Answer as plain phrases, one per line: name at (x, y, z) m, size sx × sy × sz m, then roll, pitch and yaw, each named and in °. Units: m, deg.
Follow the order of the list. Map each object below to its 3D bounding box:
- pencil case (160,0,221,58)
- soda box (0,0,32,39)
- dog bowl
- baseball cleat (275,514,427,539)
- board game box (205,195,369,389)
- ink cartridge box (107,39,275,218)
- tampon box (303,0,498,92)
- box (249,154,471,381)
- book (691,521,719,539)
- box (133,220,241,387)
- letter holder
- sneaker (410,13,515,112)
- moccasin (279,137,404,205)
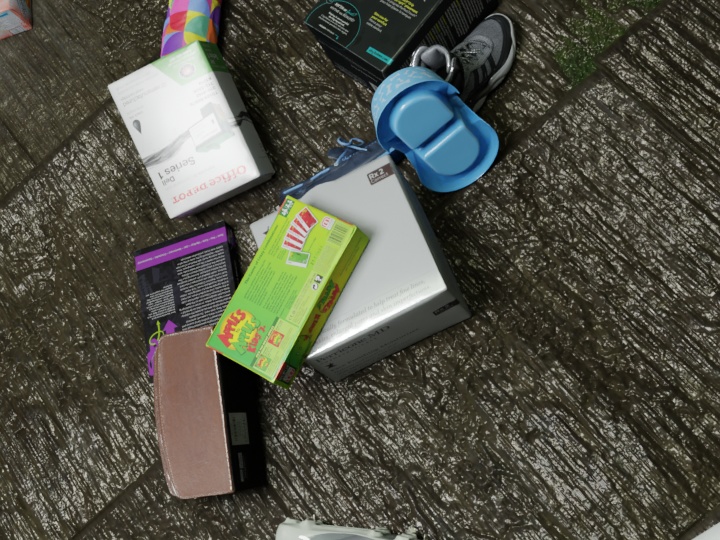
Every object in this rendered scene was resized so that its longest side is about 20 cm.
pencil case at (-0.254, -0.333, 1.499) m, size 0.088 × 0.088 × 0.200 m, roll 1°, pitch 72°, yaw 20°
soda box at (-0.634, -0.404, 1.666) m, size 0.200 × 0.064 × 0.068 m, roll -15°, pitch 68°, yaw 13°
dog bowl at (0.088, -0.176, 1.267) m, size 0.111 × 0.200 × 0.050 m, roll -39°, pitch 48°, yaw 14°
baseball cleat at (-0.009, 0.345, 1.200) m, size 0.200 × 0.070 × 0.107 m, roll 1°, pitch 79°, yaw 30°
board game box at (-0.084, 0.025, 1.193) m, size 0.102 × 0.048 × 0.200 m, roll 25°, pitch 83°, yaw 26°
ink cartridge box at (-0.226, -0.188, 1.393) m, size 0.146 × 0.084 × 0.200 m, roll -25°, pitch 93°, yaw 11°
tampon box at (0.057, -0.343, 1.366) m, size 0.150 × 0.126 × 0.200 m, roll 38°, pitch 87°, yaw 26°
box at (0.000, 0.000, 1.269) m, size 0.199 × 0.131 × 0.200 m, roll -27°, pitch 66°, yaw 10°
book at (0.416, 0.319, 1.068) m, size 0.200 × 0.048 × 0.134 m, roll -36°, pitch 61°, yaw 7°
box at (-0.226, 0.047, 1.387) m, size 0.143 × 0.036 × 0.200 m, roll -17°, pitch 66°, yaw 14°
letter holder at (-0.212, 0.180, 1.279) m, size 0.142 × 0.101 × 0.200 m, roll -11°, pitch 81°, yaw 16°
sneaker at (0.130, -0.267, 1.316) m, size 0.075 × 0.114 × 0.200 m, roll 27°, pitch 78°, yaw 29°
moccasin at (-0.024, -0.135, 1.348) m, size 0.200 × 0.080 × 0.068 m, roll -35°, pitch 76°, yaw 4°
